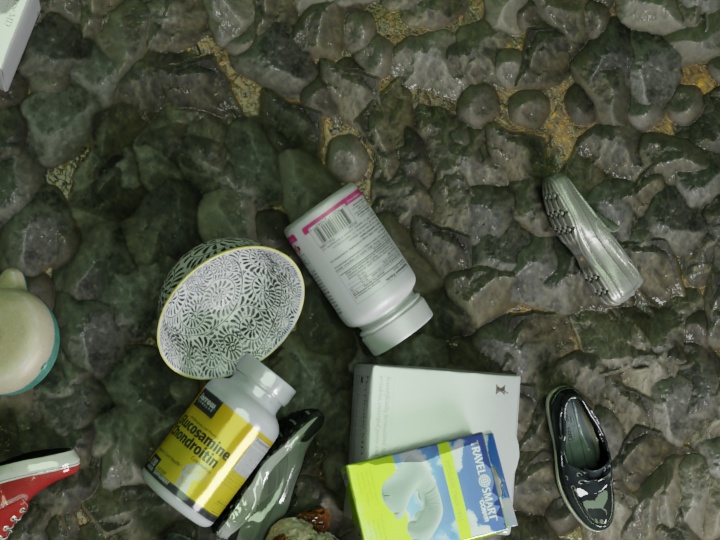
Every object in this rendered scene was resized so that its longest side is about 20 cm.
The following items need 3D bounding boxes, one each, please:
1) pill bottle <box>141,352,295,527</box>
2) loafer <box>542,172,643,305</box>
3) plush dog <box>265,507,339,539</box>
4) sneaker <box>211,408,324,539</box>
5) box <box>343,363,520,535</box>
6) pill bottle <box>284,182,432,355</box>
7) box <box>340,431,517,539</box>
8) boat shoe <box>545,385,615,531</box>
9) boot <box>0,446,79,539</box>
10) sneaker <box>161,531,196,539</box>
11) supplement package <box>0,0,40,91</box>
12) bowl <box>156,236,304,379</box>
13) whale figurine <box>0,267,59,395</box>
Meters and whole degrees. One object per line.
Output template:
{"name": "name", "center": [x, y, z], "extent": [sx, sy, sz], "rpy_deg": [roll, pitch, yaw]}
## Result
{"name": "pill bottle", "center": [-0.171, 0.206, 1.579], "extent": [0.112, 0.112, 0.201], "rpy_deg": [38, 82, -7]}
{"name": "loafer", "center": [0.314, -0.049, 1.732], "extent": [0.069, 0.070, 0.201], "rpy_deg": [-34, 101, -17]}
{"name": "plush dog", "center": [-0.052, 0.380, 1.576], "extent": [0.160, 0.200, 0.172], "rpy_deg": [-39, 89, 9]}
{"name": "sneaker", "center": [-0.106, 0.263, 1.619], "extent": [0.079, 0.074, 0.201], "rpy_deg": [37, 84, -18]}
{"name": "box", "center": [0.089, 0.225, 1.627], "extent": [0.197, 0.131, 0.202], "rpy_deg": [6, 84, -12]}
{"name": "pill bottle", "center": [0.000, 0.000, 1.635], "extent": [0.113, 0.113, 0.201], "rpy_deg": [-34, 93, -12]}
{"name": "box", "center": [0.087, 0.271, 1.525], "extent": [0.197, 0.048, 0.124], "rpy_deg": [-12, 79, -12]}
{"name": "boat shoe", "center": [0.302, 0.253, 1.702], "extent": [0.073, 0.066, 0.202], "rpy_deg": [-11, 88, -13]}
{"name": "boot", "center": [-0.421, 0.304, 1.545], "extent": [0.197, 0.072, 0.146], "rpy_deg": [-19, 90, -5]}
{"name": "sneaker", "center": [-0.180, 0.407, 1.577], "extent": [0.200, 0.074, 0.089], "rpy_deg": [42, 65, -5]}
{"name": "supplement package", "center": [-0.504, -0.321, 1.549], "extent": [0.198, 0.120, 0.123], "rpy_deg": [21, 81, -10]}
{"name": "bowl", "center": [-0.177, 0.029, 1.588], "extent": [0.199, 0.094, 0.203], "rpy_deg": [-19, 134, -21]}
{"name": "whale figurine", "center": [-0.455, 0.070, 1.554], "extent": [0.198, 0.104, 0.160], "rpy_deg": [28, 81, 16]}
